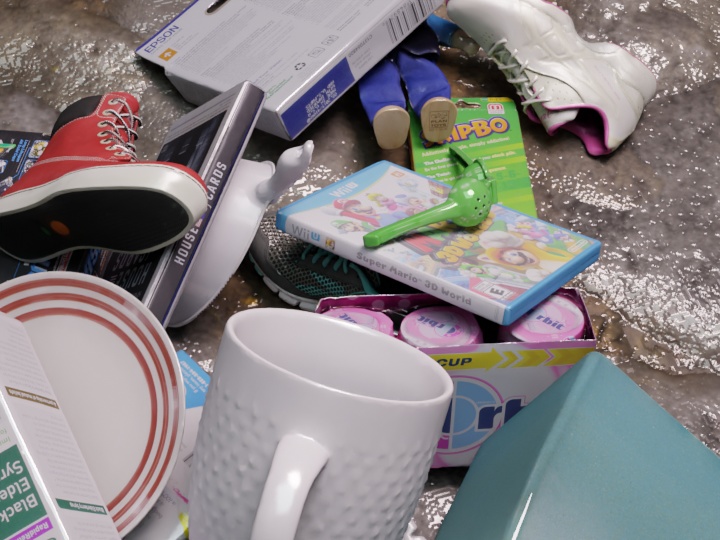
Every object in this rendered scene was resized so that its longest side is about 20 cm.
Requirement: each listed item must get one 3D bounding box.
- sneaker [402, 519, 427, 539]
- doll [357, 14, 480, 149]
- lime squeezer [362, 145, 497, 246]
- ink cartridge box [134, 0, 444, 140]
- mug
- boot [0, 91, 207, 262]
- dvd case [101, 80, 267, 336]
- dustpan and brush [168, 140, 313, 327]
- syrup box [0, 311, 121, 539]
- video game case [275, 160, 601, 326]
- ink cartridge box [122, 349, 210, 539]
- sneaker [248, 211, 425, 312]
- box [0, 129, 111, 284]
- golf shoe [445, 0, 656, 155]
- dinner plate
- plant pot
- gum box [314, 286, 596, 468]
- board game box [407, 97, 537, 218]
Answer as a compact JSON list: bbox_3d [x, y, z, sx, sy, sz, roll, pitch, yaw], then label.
[{"bbox_3d":[0.022,0.232,0.925,0.088,0.080,0.200,-30,65,-12],"label":"sneaker"},{"bbox_3d":[0.037,-0.187,1.192,0.136,0.048,0.200,-10,45,-2],"label":"doll"},{"bbox_3d":[0.072,-0.056,1.039,0.071,0.038,0.200,-16,17,28],"label":"lime squeezer"},{"bbox_3d":[-0.063,-0.209,1.190,0.200,0.041,0.200,27,63,41],"label":"ink cartridge box"},{"bbox_3d":[-0.039,0.137,0.841,0.148,0.175,0.200,17,14,3],"label":"mug"},{"bbox_3d":[-0.169,-0.083,0.984,0.200,0.072,0.144,-4,47,39],"label":"boot"},{"bbox_3d":[-0.144,-0.036,1.021,0.025,0.150,0.200,30,71,-22],"label":"dvd case"},{"bbox_3d":[-0.086,-0.047,1.029,0.057,0.200,0.140,20,57,-9],"label":"dustpan and brush"},{"bbox_3d":[-0.224,0.125,0.858,0.079,0.081,0.200,-31,69,6],"label":"syrup box"},{"bbox_3d":[0.058,-0.026,1.021,0.200,0.018,0.143,23,32,28],"label":"video game case"},{"bbox_3d":[-0.162,0.164,0.957,0.200,0.068,0.115,-38,65,-24],"label":"ink cartridge box"},{"bbox_3d":[0.000,0.000,1.058,0.200,0.091,0.078,29,60,14],"label":"sneaker"},{"bbox_3d":[-0.293,-0.021,1.061,0.198,0.050,0.200,5,56,10],"label":"box"},{"bbox_3d":[0.155,-0.172,1.169,0.200,0.075,0.092,28,71,-7],"label":"golf shoe"},{"bbox_3d":[-0.209,0.099,0.916,0.200,0.024,0.200,-4,73,12],"label":"dinner plate"},{"bbox_3d":[0.125,0.186,0.868,0.141,0.141,0.200,42,44,0],"label":"plant pot"},{"bbox_3d":[0.060,0.079,0.990,0.200,0.114,0.066,-2,36,-5],"label":"gum box"},{"bbox_3d":[0.091,-0.071,1.132,0.095,0.030,0.200,0,50,-4],"label":"board game box"}]
